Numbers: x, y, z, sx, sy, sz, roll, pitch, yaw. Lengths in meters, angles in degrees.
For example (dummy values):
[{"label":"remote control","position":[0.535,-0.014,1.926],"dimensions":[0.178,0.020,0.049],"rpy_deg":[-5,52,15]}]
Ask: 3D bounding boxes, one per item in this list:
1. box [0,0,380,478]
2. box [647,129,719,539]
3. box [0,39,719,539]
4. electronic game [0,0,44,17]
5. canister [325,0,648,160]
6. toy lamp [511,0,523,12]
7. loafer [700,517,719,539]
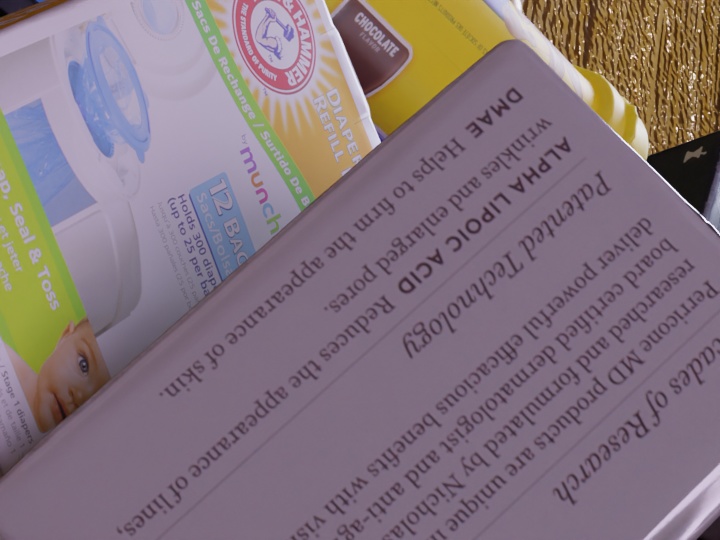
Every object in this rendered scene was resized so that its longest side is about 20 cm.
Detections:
[{"label":"box","position":[-0.091,-0.019,0.706],"dimensions":[0.200,0.101,0.113],"rpy_deg":[-32,103,-49]},{"label":"box","position":[0.139,0.084,1.036],"dimensions":[0.199,0.123,0.200],"rpy_deg":[54,37,-25]},{"label":"box","position":[0.007,0.073,0.686],"dimensions":[0.200,0.199,0.131],"rpy_deg":[-41,80,-17]},{"label":"electronic game","position":[-0.126,-0.035,0.784],"dimensions":[0.200,0.042,0.201],"rpy_deg":[31,50,-45]},{"label":"canister","position":[-0.004,-0.093,0.904],"dimensions":[0.200,0.148,0.087],"rpy_deg":[41,82,-33]},{"label":"toy lamp","position":[0.064,-0.120,1.098],"dimensions":[0.058,0.058,0.200],"rpy_deg":[49,36,-29]},{"label":"loafer","position":[0.197,0.087,0.945],"dimensions":[0.200,0.071,0.073],"rpy_deg":[12,65,-52]}]
